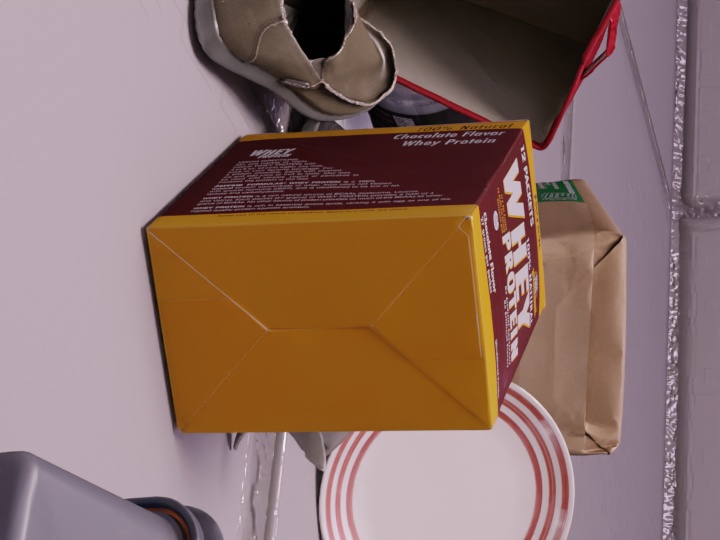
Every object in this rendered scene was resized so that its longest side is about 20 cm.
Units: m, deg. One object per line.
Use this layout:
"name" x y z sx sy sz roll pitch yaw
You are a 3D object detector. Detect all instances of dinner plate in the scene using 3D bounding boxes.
"dinner plate" 0.064 0.171 1.529 0.024 0.200 0.201 -154 -121 -75

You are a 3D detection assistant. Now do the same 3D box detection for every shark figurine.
"shark figurine" -0.006 0.077 1.384 0.214 0.089 0.128 20 91 -78

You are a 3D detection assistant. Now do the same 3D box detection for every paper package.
"paper package" 0.157 0.033 1.714 0.200 0.103 0.191 -103 -167 -73

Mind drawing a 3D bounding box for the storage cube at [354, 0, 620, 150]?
"storage cube" 0.107 -0.229 1.471 0.180 0.200 0.171 -57 172 -51

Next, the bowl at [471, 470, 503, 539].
"bowl" 0.071 0.138 1.663 0.200 0.074 0.200 98 -6 -75

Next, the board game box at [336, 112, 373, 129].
"board game box" -0.018 -0.039 1.521 0.200 0.026 0.200 69 25 -49

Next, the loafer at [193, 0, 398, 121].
"loafer" -0.027 -0.147 1.335 0.200 0.070 0.075 11 73 -57

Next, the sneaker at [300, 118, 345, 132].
"sneaker" 0.028 -0.040 1.441 0.200 0.079 0.075 50 38 -36

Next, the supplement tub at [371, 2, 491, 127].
"supplement tub" 0.069 -0.146 1.667 0.200 0.122 0.123 61 31 -60

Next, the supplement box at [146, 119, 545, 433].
"supplement box" 0.000 0.000 1.264 0.200 0.197 0.133 -56 141 -66

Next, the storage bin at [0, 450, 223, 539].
"storage bin" -0.143 0.175 0.872 0.134 0.145 0.200 45 44 -53
